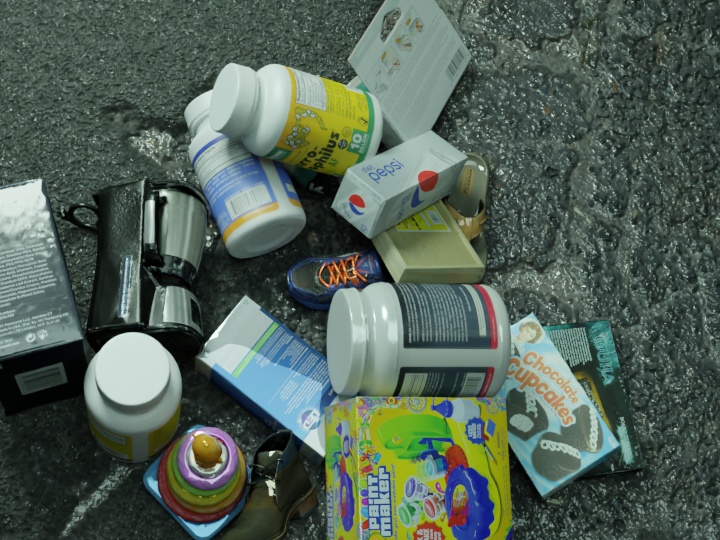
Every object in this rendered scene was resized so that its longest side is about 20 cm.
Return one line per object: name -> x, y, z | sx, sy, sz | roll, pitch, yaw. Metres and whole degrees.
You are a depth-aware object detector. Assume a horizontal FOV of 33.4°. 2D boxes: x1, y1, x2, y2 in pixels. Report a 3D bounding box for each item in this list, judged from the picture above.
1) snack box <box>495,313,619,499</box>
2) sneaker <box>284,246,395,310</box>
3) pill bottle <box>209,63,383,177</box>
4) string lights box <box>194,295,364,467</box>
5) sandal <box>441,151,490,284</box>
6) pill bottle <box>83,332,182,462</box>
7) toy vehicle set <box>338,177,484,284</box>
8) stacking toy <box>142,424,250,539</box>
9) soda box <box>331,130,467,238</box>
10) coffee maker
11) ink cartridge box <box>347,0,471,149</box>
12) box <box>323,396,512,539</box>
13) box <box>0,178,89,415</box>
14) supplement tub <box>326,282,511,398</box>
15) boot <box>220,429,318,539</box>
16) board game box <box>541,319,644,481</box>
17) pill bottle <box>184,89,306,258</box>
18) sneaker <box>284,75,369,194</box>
snack box -> 0.221, 0.168, 1.500 | 0.115, 0.037, 0.201 | -32, 67, 0
sneaker -> 0.000, 0.000, 1.537 | 0.197, 0.079, 0.076 | -7, 69, -13
pill bottle -> -0.081, -0.188, 1.480 | 0.198, 0.112, 0.115 | 13, 64, -30
string lights box -> -0.096, 0.136, 1.475 | 0.199, 0.059, 0.103 | 38, 67, 6
sandal -> 0.143, -0.075, 1.606 | 0.080, 0.055, 0.203 | 14, 66, -4
pill bottle -> -0.258, 0.143, 1.367 | 0.109, 0.200, 0.113 | 4, 68, -9
toy vehicle set -> 0.063, -0.060, 1.538 | 0.123, 0.027, 0.201 | 0, 42, -30
stacking toy -> -0.175, 0.217, 1.351 | 0.116, 0.200, 0.110 | 43, 68, 10
soda box -> 0.053, -0.112, 1.518 | 0.068, 0.064, 0.199 | 38, 37, 18
coffee maker -> -0.276, 0.010, 1.462 | 0.190, 0.134, 0.203 | -16, 58, 28
ink cartridge box -> 0.058, -0.282, 1.618 | 0.174, 0.043, 0.201 | 50, 55, -32
box -> 0.065, 0.254, 1.391 | 0.190, 0.122, 0.203 | 2, 78, -20
box -> -0.391, 0.034, 1.388 | 0.116, 0.197, 0.203 | -15, 71, -15
supplement tub -> 0.069, 0.086, 1.434 | 0.197, 0.141, 0.143 | 2, 68, -16
boot -> -0.116, 0.253, 1.357 | 0.074, 0.200, 0.098 | -11, 96, 23
board game box -> 0.279, 0.167, 1.547 | 0.133, 0.028, 0.203 | -4, 69, -12
pill bottle -> -0.155, -0.128, 1.543 | 0.111, 0.112, 0.202 | -19, 72, -17
sneaker -> -0.017, -0.185, 1.617 | 0.080, 0.071, 0.201 | 38, 74, 4
